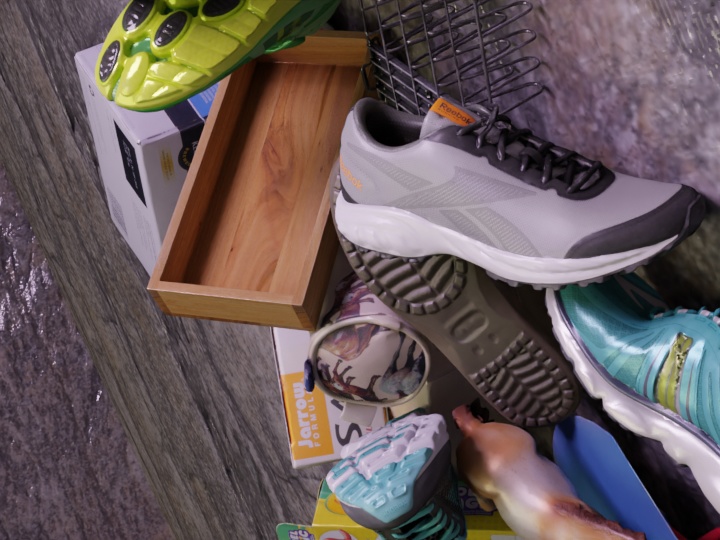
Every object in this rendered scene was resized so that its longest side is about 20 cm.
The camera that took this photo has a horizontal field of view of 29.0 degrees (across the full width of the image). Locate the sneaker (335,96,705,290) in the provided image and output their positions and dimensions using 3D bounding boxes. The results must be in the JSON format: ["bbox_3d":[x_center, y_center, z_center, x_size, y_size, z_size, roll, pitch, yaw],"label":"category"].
[{"bbox_3d":[0.070,-0.043,0.687,0.200,0.074,0.080,10,119,30],"label":"sneaker"}]

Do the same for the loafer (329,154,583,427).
[{"bbox_3d":[0.058,0.003,0.810,0.076,0.067,0.200,-33,99,28],"label":"loafer"}]

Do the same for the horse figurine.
[{"bbox_3d":[0.108,0.138,0.808,0.200,0.050,0.133,44,169,35],"label":"horse figurine"}]

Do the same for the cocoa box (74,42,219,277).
[{"bbox_3d":[-0.142,-0.097,1.177,0.133,0.131,0.200,51,157,35],"label":"cocoa box"}]

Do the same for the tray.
[{"bbox_3d":[-0.053,-0.061,0.864,0.098,0.200,0.037,5,150,18],"label":"tray"}]

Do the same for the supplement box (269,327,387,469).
[{"bbox_3d":[-0.024,0.077,1.059,0.200,0.073,0.126,109,152,-87],"label":"supplement box"}]

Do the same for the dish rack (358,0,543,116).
[{"bbox_3d":[0.044,-0.145,0.753,0.153,0.054,0.200,45,155,47],"label":"dish rack"}]

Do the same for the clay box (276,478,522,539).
[{"bbox_3d":[0.050,0.196,0.961,0.048,0.199,0.115,-74,-22,-45],"label":"clay box"}]

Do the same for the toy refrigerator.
[{"bbox_3d":[0.066,0.110,0.979,0.070,0.076,0.200,47,155,41],"label":"toy refrigerator"}]

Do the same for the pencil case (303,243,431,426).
[{"bbox_3d":[0.000,0.000,0.899,0.090,0.078,0.200,-58,22,35],"label":"pencil case"}]

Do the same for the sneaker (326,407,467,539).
[{"bbox_3d":[0.034,0.136,0.823,0.091,0.077,0.200,62,-176,3],"label":"sneaker"}]

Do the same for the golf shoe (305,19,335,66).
[{"bbox_3d":[-0.055,-0.121,1.011,0.092,0.072,0.200,54,158,25],"label":"golf shoe"}]

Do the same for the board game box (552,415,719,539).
[{"bbox_3d":[0.181,0.167,0.807,0.200,0.039,0.158,60,167,21],"label":"board game box"}]

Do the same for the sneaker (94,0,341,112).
[{"bbox_3d":[-0.063,-0.147,0.812,0.074,0.200,0.084,44,161,22],"label":"sneaker"}]

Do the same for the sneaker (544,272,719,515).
[{"bbox_3d":[0.170,0.047,0.660,0.200,0.077,0.080,43,134,36],"label":"sneaker"}]
